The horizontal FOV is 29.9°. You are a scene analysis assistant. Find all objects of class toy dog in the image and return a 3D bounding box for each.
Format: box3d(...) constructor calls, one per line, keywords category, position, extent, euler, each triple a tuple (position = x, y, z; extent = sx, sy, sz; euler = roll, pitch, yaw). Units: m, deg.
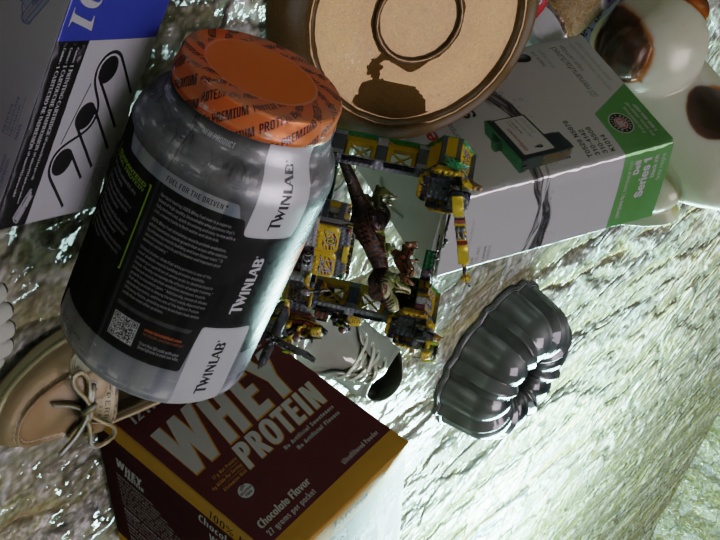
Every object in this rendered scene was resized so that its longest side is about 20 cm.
box3d(category="toy dog", position=(0.266, -0.147, 1.184), extent=(0.139, 0.194, 0.200), euler=(-34, 116, -13))

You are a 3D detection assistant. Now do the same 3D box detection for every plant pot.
box3d(category="plant pot", position=(0.035, -0.172, 0.903), extent=(0.199, 0.028, 0.201), euler=(-11, 126, -16))

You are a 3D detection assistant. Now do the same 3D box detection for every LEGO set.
box3d(category="LEGO set", position=(0.000, 0.000, 0.919), extent=(0.116, 0.153, 0.200), euler=(-77, -174, -48))

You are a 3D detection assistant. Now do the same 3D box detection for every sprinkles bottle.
box3d(category="sprinkles bottle", position=(0.192, -0.250, 1.158), extent=(0.200, 0.068, 0.068), euler=(-45, 153, -23))

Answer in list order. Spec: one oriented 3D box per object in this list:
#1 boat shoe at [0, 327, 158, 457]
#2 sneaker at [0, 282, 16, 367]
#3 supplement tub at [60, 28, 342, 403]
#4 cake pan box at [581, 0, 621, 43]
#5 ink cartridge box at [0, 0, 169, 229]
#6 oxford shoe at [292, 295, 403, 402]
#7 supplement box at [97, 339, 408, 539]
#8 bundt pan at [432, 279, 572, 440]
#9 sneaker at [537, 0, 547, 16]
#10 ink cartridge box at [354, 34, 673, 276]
box3d(category="boat shoe", position=(-0.164, 0.070, 0.921), extent=(0.200, 0.063, 0.073), euler=(-30, 146, -42))
box3d(category="sneaker", position=(-0.221, -0.018, 0.634), extent=(0.090, 0.078, 0.201), euler=(-45, 136, -51))
box3d(category="supplement tub", position=(-0.092, -0.031, 0.790), extent=(0.122, 0.122, 0.200), euler=(-20, 144, -51))
box3d(category="cake pan box", position=(0.212, -0.179, 1.305), extent=(0.200, 0.052, 0.184), euler=(-54, 157, -4))
box3d(category="ink cartridge box", position=(-0.152, -0.122, 0.715), extent=(0.094, 0.044, 0.200), euler=(-24, 141, -64))
box3d(category="oxford shoe", position=(-0.008, 0.074, 1.214), extent=(0.075, 0.058, 0.200), euler=(-52, 153, -1))
box3d(category="supplement box", position=(-0.082, 0.173, 1.035), extent=(0.133, 0.197, 0.200), euler=(-40, 150, -30))
box3d(category="bundt pan", position=(0.175, 0.115, 1.571), extent=(0.202, 0.076, 0.202), euler=(-40, 151, -29))
box3d(category="sneaker", position=(0.120, -0.262, 1.011), extent=(0.200, 0.071, 0.112), euler=(-54, 152, 15))
box3d(category="ink cartridge box", position=(0.114, -0.093, 1.046), extent=(0.200, 0.146, 0.084), euler=(-16, 140, -21))
